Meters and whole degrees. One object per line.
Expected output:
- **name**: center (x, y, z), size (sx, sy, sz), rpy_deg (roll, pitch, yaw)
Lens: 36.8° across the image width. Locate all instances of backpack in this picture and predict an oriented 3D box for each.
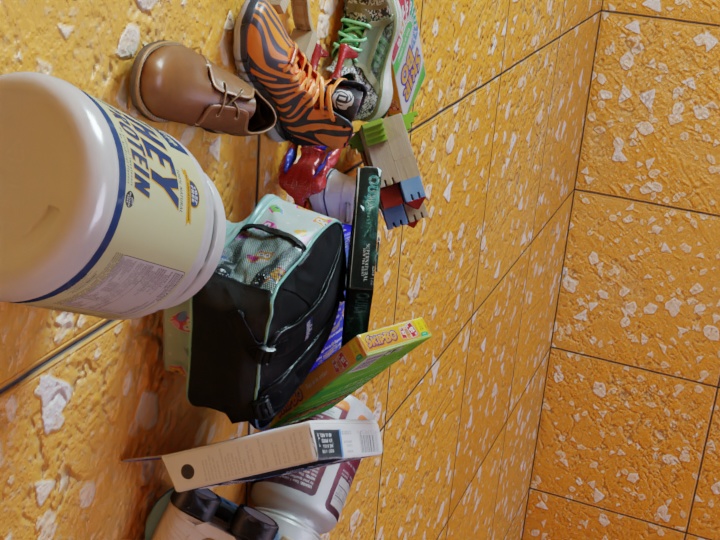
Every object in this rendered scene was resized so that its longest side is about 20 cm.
- **backpack**: center (-0.097, 0.026, 1.041), size (0.200, 0.152, 0.177), rpy_deg (-46, 149, -46)

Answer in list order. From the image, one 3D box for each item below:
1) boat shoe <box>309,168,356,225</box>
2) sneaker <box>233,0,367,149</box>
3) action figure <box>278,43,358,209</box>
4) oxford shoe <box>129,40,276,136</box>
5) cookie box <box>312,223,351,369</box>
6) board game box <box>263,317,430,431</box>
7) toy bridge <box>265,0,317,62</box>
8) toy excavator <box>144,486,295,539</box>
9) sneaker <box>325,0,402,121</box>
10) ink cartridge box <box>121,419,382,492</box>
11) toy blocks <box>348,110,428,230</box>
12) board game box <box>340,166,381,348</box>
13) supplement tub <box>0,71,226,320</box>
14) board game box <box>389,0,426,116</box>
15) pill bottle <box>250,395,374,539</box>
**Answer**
- **boat shoe**: center (-0.012, -0.056, 1.360), size (0.200, 0.066, 0.074), rpy_deg (61, 46, -62)
- **sneaker**: center (-0.053, -0.196, 1.091), size (0.200, 0.111, 0.078), rpy_deg (65, 41, -59)
- **action figure**: center (-0.048, -0.150, 1.205), size (0.052, 0.065, 0.202), rpy_deg (32, 70, -64)
- **oxford shoe**: center (-0.134, -0.157, 0.957), size (0.200, 0.071, 0.072), rpy_deg (0, 104, -69)
- **cookie box**: center (-0.070, 0.054, 1.252), size (0.171, 0.075, 0.202), rpy_deg (-28, 128, -65)
- **board game box**: center (-0.021, 0.111, 1.121), size (0.095, 0.030, 0.200), rpy_deg (-13, 157, -44)
- **toy bridge**: center (-0.078, -0.291, 1.090), size (0.200, 0.027, 0.068), rpy_deg (59, 46, -63)
- **toy excavator**: center (-0.130, 0.284, 1.131), size (0.101, 0.193, 0.200), rpy_deg (-63, -172, -3)
- **sneaker**: center (-0.004, -0.257, 1.263), size (0.089, 0.076, 0.202), rpy_deg (-38, 135, -48)
- **ink cartridge box**: center (-0.101, 0.185, 1.069), size (0.198, 0.198, 0.044), rpy_deg (19, 59, -70)
- **toy blocks**: center (0.041, -0.114, 1.331), size (0.200, 0.099, 0.138), rpy_deg (-138, -149, -86)
- **board game box**: center (0.000, 0.000, 1.135), size (0.200, 0.028, 0.136), rpy_deg (98, -3, -65)
- **supplement tub**: center (-0.190, -0.042, 0.755), size (0.200, 0.144, 0.146), rpy_deg (22, 81, -71)
- **board game box**: center (0.054, -0.291, 1.466), size (0.201, 0.030, 0.096), rpy_deg (76, 32, -56)
- **pill bottle**: center (-0.066, 0.251, 1.327), size (0.115, 0.113, 0.201), rpy_deg (73, 35, -55)
